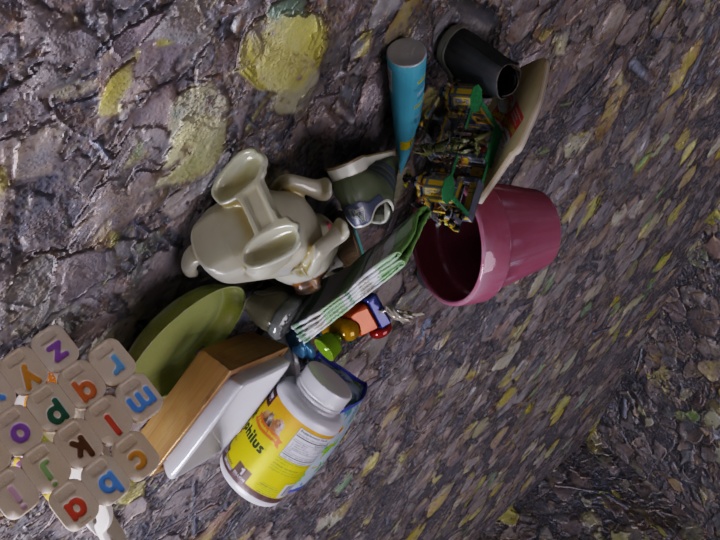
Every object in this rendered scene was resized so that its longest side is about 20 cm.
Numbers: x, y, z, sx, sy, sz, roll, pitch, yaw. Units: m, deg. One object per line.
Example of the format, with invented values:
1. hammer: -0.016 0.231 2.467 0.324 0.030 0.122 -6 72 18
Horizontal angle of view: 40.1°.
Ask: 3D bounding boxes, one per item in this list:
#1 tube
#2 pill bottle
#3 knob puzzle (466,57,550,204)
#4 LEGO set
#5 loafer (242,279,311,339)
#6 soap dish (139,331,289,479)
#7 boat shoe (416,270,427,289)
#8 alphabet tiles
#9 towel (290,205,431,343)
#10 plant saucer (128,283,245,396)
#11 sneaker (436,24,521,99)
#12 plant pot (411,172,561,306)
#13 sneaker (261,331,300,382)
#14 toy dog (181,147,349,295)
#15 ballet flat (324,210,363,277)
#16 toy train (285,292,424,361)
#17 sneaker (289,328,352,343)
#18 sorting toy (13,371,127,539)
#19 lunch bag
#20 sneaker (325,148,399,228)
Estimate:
1. tube: 0.061 -0.218 1.308 0.200 0.050 0.078 85 27 -58
2. pill bottle: -0.101 0.226 1.388 0.200 0.109 0.109 -51 155 13
3. knob puzzle: 0.219 -0.211 1.414 0.220 0.030 0.220 -57 -163 29
4. LEGO set: 0.104 -0.159 1.352 0.154 0.115 0.202 24 78 -58
5. loafer: -0.108 0.034 1.321 0.076 0.069 0.200 -61 178 8
6. soap dish: -0.198 0.175 1.322 0.200 0.081 0.157 -51 167 21
7. boat shoe: 0.177 -0.052 1.687 0.086 0.075 0.203 -13 138 -51
8. alphabet tiles: -0.315 0.165 1.051 0.200 0.196 0.015 -38 175 -26
9. towel: 0.000 0.000 1.273 0.200 0.031 0.149 -39 -166 31
10. plant saucer: -0.227 0.086 1.233 0.200 0.031 0.200 -43 164 -15
11. sneaker: 0.183 -0.264 1.374 0.075 0.106 0.200 -55 155 11
12. plant pot: 0.202 -0.055 1.528 0.178 0.200 0.201 -8 135 -30
13. sneaker: -0.150 0.170 1.448 0.099 0.075 0.201 -23 143 -46
14. toy dog: -0.100 -0.030 1.198 0.194 0.140 0.200 -43 157 16
15. ballet flat: -0.026 -0.018 1.431 0.072 0.068 0.200 -27 156 -1
16. toy train: -0.013 0.079 1.350 0.116 0.199 0.085 -40 114 -25
17. sneaker: -0.032 0.071 1.504 0.199 0.080 0.078 -4 129 -56
18. sorting toy: -0.320 0.236 1.126 0.107 0.180 0.201 -32 152 -22
19. lunch bag: -0.084 0.243 1.545 0.171 0.127 0.200 -58 -176 14
20. sneaker: 0.012 -0.102 1.277 0.067 0.090 0.200 -17 -176 19
